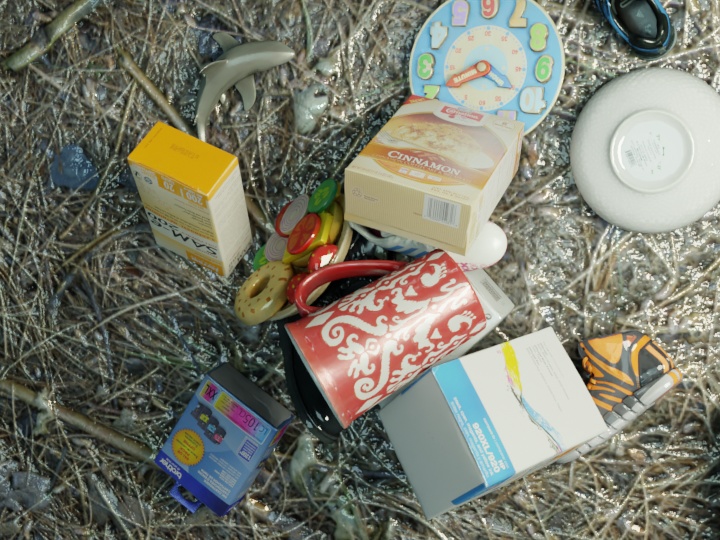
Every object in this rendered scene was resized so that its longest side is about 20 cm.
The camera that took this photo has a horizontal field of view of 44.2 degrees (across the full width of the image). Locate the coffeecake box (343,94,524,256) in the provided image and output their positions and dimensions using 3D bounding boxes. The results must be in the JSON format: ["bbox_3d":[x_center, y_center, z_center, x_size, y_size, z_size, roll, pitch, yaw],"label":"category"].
[{"bbox_3d":[0.090,-0.119,1.052,0.153,0.200,0.073,17,131,18],"label":"coffeecake box"}]

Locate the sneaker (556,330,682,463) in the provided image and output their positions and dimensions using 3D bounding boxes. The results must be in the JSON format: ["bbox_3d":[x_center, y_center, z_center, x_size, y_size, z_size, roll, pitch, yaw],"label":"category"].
[{"bbox_3d":[0.298,0.151,1.120,0.200,0.077,0.112,-46,68,23],"label":"sneaker"}]

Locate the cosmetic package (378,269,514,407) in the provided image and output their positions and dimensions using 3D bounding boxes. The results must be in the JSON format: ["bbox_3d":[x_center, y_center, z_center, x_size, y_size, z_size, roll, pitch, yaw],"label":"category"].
[{"bbox_3d":[0.096,0.089,1.152,0.200,0.113,0.081,-43,83,17],"label":"cosmetic package"}]

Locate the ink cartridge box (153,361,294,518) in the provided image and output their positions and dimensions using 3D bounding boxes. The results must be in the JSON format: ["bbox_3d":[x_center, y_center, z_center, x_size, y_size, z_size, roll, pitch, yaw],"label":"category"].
[{"bbox_3d":[-0.206,0.258,1.293,0.136,0.076,0.201,35,108,11],"label":"ink cartridge box"}]

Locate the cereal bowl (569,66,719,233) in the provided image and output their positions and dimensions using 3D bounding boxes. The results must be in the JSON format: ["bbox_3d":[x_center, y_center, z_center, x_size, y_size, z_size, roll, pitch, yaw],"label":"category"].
[{"bbox_3d":[0.347,-0.141,1.054,0.199,0.083,0.202,2,98,17],"label":"cereal bowl"}]

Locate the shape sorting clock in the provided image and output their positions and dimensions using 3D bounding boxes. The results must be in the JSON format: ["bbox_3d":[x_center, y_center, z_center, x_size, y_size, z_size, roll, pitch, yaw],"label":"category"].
[{"bbox_3d":[0.157,-0.257,1.124,0.198,0.039,0.202,2,98,18],"label":"shape sorting clock"}]

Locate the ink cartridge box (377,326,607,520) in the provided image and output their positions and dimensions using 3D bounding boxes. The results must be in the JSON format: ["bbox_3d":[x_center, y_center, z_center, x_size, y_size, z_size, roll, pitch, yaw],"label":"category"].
[{"bbox_3d":[0.157,0.180,1.060,0.145,0.199,0.147,64,145,18],"label":"ink cartridge box"}]

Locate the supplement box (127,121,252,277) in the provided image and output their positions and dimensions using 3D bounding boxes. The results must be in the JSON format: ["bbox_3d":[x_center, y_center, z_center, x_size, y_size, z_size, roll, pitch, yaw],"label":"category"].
[{"bbox_3d":[-0.223,-0.090,1.190,0.125,0.200,0.074,25,62,14],"label":"supplement box"}]

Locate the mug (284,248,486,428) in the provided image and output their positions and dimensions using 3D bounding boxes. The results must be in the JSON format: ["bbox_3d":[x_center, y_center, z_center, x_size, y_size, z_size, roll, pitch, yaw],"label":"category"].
[{"bbox_3d":[0.021,0.051,1.008,0.199,0.133,0.178,-30,82,-7],"label":"mug"}]

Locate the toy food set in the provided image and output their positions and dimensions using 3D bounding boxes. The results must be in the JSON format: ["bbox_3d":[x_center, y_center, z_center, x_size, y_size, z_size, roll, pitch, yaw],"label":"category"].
[{"bbox_3d":[-0.084,-0.025,1.171,0.049,0.199,0.199,34,140,-28],"label":"toy food set"}]

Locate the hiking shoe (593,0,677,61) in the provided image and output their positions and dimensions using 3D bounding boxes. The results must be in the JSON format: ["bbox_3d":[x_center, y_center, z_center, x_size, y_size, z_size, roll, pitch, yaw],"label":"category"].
[{"bbox_3d":[0.301,-0.337,1.040,0.074,0.087,0.200,-42,83,18],"label":"hiking shoe"}]

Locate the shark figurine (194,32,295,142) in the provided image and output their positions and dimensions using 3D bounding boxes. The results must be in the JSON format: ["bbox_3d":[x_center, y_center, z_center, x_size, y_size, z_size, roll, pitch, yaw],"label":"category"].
[{"bbox_3d":[-0.200,-0.246,1.220,0.128,0.089,0.215,38,105,12],"label":"shark figurine"}]

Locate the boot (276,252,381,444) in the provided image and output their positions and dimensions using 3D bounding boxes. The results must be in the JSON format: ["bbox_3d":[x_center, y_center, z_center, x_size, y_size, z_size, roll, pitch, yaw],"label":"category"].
[{"bbox_3d":[-0.014,0.091,1.105,0.168,0.076,0.201,-35,49,19],"label":"boot"}]

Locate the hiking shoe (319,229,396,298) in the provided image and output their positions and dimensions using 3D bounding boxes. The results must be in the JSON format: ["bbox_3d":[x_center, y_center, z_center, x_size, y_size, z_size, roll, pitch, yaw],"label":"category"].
[{"bbox_3d":[0.000,0.000,1.190,0.101,0.076,0.200,43,107,12],"label":"hiking shoe"}]

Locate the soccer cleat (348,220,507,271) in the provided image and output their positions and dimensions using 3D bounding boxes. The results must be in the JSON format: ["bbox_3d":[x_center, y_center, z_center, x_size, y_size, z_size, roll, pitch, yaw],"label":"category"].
[{"bbox_3d":[0.075,-0.043,1.067,0.199,0.086,0.070,12,90,33],"label":"soccer cleat"}]
